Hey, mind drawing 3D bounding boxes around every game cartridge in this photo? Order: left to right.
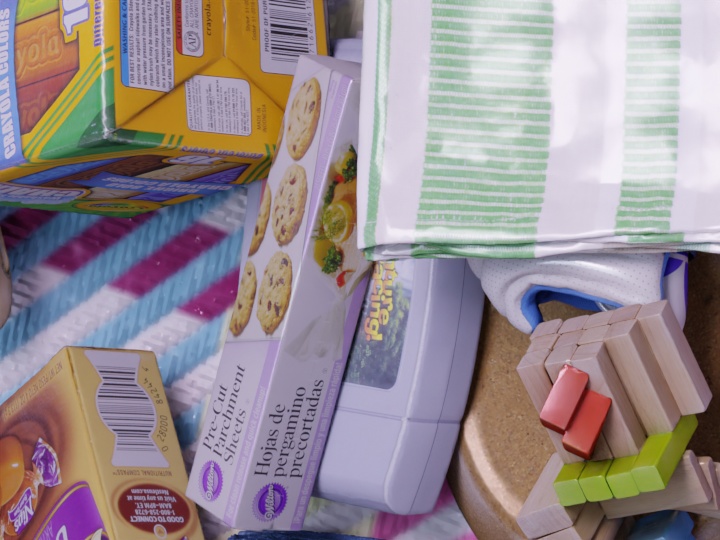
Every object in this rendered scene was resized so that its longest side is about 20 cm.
[{"bbox_3d":[0.000,0.000,1.279,0.133,0.041,0.201,5,90,47],"label":"game cartridge"}]

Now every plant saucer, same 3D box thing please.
[{"bbox_3d":[0.107,0.049,1.231,0.199,0.035,0.201,-1,87,32],"label":"plant saucer"}]

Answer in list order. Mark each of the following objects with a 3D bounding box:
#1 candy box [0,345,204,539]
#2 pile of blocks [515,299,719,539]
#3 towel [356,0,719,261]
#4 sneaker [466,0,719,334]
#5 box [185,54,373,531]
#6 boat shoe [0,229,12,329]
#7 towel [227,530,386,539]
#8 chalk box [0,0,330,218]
[{"bbox_3d":[-0.119,0.148,1.324,0.117,0.056,0.201,-39,59,40],"label":"candy box"},{"bbox_3d":[0.099,0.109,1.165,0.082,0.062,0.201,10,125,20],"label":"pile of blocks"},{"bbox_3d":[0.096,-0.078,1.138,0.199,0.023,0.153,-2,78,17],"label":"towel"},{"bbox_3d":[0.132,-0.046,1.177,0.199,0.081,0.147,-15,80,8],"label":"sneaker"},{"bbox_3d":[-0.025,0.010,1.250,0.041,0.039,0.201,30,109,49],"label":"box"},{"bbox_3d":[-0.213,-0.050,1.416,0.072,0.065,0.200,-37,49,13],"label":"boat shoe"},{"bbox_3d":[-0.017,0.216,1.292,0.111,0.048,0.201,3,88,34],"label":"towel"},{"bbox_3d":[-0.121,-0.095,1.310,0.200,0.124,0.126,-14,76,48],"label":"chalk box"}]
